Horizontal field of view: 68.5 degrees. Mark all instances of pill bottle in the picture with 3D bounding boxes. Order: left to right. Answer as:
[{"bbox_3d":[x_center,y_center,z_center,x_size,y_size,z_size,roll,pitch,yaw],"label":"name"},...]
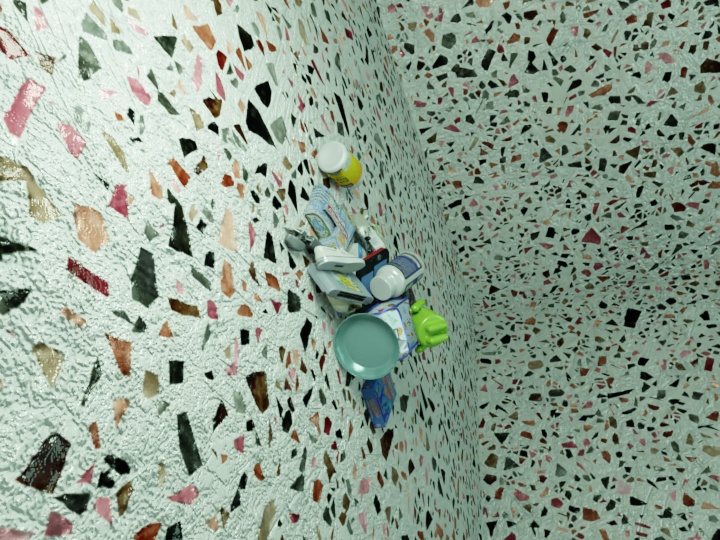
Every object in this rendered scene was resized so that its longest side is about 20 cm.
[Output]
[{"bbox_3d":[-0.060,-0.347,1.783,0.200,0.109,0.110,30,51,-64],"label":"pill bottle"},{"bbox_3d":[0.119,0.021,1.748,0.200,0.111,0.111,-33,111,-47],"label":"pill bottle"}]

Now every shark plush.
[{"bbox_3d":[0.012,-0.136,1.849,0.200,0.091,0.083,54,-27,37],"label":"shark plush"}]

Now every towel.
[{"bbox_3d":[0.076,-0.080,2.019,0.148,0.036,0.201,-162,-130,-82],"label":"towel"}]

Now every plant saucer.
[{"bbox_3d":[0.021,0.218,1.549,0.036,0.199,0.201,-32,109,-69],"label":"plant saucer"}]

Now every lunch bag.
[{"bbox_3d":[0.093,0.188,1.645,0.200,0.124,0.171,-23,100,-59],"label":"lunch bag"}]

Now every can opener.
[{"bbox_3d":[-0.154,-0.068,1.474,0.067,0.053,0.200,-62,150,-10],"label":"can opener"}]

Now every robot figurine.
[{"bbox_3d":[0.215,0.187,1.784,0.200,0.115,0.176,-152,-130,-64],"label":"robot figurine"}]

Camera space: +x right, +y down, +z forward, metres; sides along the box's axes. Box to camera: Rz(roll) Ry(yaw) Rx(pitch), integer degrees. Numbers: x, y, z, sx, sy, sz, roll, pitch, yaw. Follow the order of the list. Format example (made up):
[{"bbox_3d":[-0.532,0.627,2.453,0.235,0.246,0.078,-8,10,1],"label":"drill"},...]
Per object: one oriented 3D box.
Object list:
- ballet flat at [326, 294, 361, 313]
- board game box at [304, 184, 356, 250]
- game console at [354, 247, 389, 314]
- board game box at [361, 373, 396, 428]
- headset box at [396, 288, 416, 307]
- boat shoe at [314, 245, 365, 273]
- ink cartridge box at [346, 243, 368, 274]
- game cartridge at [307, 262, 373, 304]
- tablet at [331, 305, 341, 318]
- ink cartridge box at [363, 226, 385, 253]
[{"bbox_3d":[-0.045,0.098,1.604,0.200,0.069,0.070,4,75,-66],"label":"ballet flat"},{"bbox_3d":[-0.091,-0.136,1.625,0.200,0.062,0.200,-83,150,-47],"label":"board game box"},{"bbox_3d":[0.039,0.035,1.758,0.177,0.031,0.201,-35,134,-50],"label":"game console"},{"bbox_3d":[0.067,0.414,1.803,0.200,0.045,0.153,-56,131,-65],"label":"board game box"},{"bbox_3d":[0.157,0.134,1.964,0.200,0.075,0.149,-74,146,-54],"label":"headset box"},{"bbox_3d":[-0.061,-0.038,1.525,0.200,0.071,0.070,5,60,-51],"label":"boat shoe"},{"bbox_3d":[0.000,0.000,1.816,0.200,0.067,0.117,43,40,-60],"label":"ink cartridge box"},{"bbox_3d":[-0.059,0.035,1.538,0.200,0.041,0.133,16,25,-51],"label":"game cartridge"},{"bbox_3d":[-0.085,0.036,1.639,0.130,0.014,0.201,-52,127,-65],"label":"tablet"},{"bbox_3d":[0.061,-0.049,1.917,0.198,0.043,0.200,-123,-168,-56],"label":"ink cartridge box"}]
